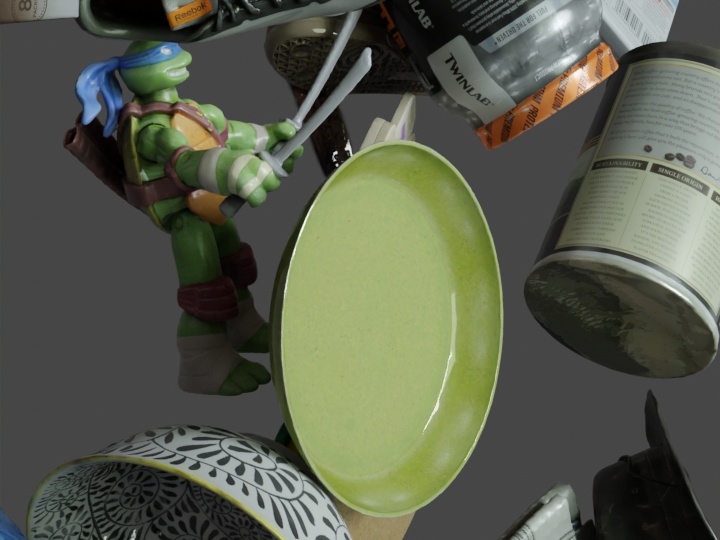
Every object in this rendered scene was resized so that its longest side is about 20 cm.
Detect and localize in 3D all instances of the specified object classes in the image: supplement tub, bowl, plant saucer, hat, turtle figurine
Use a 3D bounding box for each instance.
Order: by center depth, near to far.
[{"bbox_3d":[-0.070,0.149,0.948,0.094,0.199,0.202,-52,124,-44],"label":"bowl"},{"bbox_3d":[0.011,0.031,0.964,0.199,0.031,0.202,-1,92,-52],"label":"plant saucer"},{"bbox_3d":[-0.054,-0.040,0.997,0.198,0.144,0.196,-13,110,-22],"label":"turtle figurine"},{"bbox_3d":[0.065,-0.183,1.079,0.122,0.122,0.201,-35,94,-42],"label":"supplement tub"},{"bbox_3d":[0.213,0.195,1.308,0.201,0.080,0.203,-18,90,-89],"label":"hat"}]

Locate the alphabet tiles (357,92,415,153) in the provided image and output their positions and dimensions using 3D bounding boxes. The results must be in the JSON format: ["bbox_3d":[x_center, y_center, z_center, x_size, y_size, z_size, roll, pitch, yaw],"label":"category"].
[{"bbox_3d":[0.000,0.000,1.076,0.201,0.014,0.197,88,23,-60],"label":"alphabet tiles"}]

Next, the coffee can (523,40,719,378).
[{"bbox_3d":[0.220,-0.045,1.306,0.146,0.145,0.201,46,56,-35],"label":"coffee can"}]

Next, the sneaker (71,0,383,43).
[{"bbox_3d":[-0.059,-0.153,0.936,0.080,0.198,0.075,-79,158,-56],"label":"sneaker"}]

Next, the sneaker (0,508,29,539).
[{"bbox_3d":[-0.179,0.149,0.887,0.077,0.111,0.201,-53,124,-34],"label":"sneaker"}]

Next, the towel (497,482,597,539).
[{"bbox_3d":[0.127,0.276,1.267,0.200,0.034,0.194,-36,113,-43],"label":"towel"}]

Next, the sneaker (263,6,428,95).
[{"bbox_3d":[0.006,-0.160,1.154,0.199,0.070,0.076,3,66,-49],"label":"sneaker"}]

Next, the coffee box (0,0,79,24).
[{"bbox_3d":[-0.200,-0.226,0.872,0.114,0.079,0.202,-12,113,-47],"label":"coffee box"}]

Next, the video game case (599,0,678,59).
[{"bbox_3d":[0.196,-0.280,1.385,0.200,0.024,0.183,41,59,-37],"label":"video game case"}]

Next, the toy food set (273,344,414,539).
[{"bbox_3d":[0.005,0.101,1.072,0.199,0.048,0.201,85,28,-49],"label":"toy food set"}]
